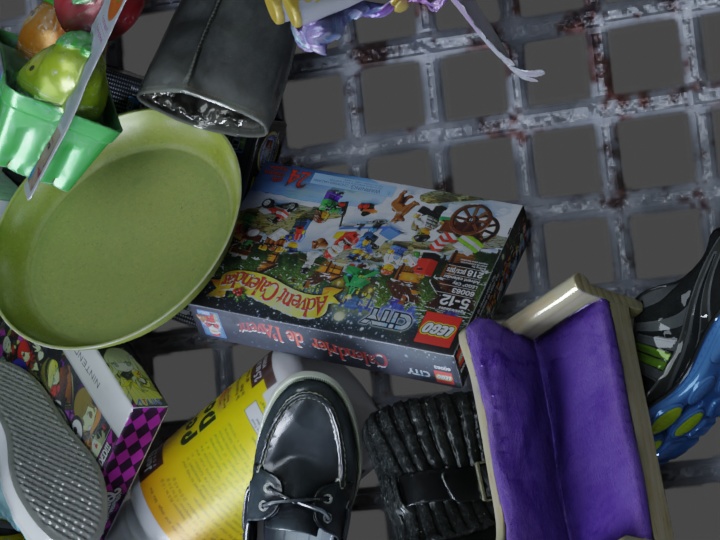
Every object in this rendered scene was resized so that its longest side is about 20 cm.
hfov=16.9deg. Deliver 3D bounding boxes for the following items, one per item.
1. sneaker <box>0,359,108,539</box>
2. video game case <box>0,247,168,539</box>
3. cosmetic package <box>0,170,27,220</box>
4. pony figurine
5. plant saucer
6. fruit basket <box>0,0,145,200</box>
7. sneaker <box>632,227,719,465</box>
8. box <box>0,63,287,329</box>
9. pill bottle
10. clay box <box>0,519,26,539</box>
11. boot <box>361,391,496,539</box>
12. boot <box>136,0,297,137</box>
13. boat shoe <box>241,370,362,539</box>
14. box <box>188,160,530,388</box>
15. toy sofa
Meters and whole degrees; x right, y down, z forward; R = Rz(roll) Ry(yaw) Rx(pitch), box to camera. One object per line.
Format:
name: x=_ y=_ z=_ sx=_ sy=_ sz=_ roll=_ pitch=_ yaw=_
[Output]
sneaker: x=-0.230 y=0.149 z=1.666 sx=0.200 sy=0.074 sz=0.082 roll=58 pitch=134 yaw=49
video game case: x=-0.222 y=0.116 z=1.738 sx=0.181 sy=0.036 sz=0.200 roll=54 pitch=127 yaw=40
cosmetic package: x=-0.340 y=-0.065 z=1.802 sx=0.200 sy=0.074 sz=0.102 roll=39 pitch=108 yaw=33
pony figurine: x=0.034 y=-0.216 z=1.620 sx=0.200 sy=0.167 sz=0.193 roll=-20 pitch=63 yaw=-11
plant saucer: x=-0.166 y=-0.024 z=1.688 sx=0.200 sy=0.031 sz=0.200 roll=-14 pitch=53 yaw=20
fruit basket: x=-0.201 y=-0.167 z=1.670 sx=0.094 sy=0.185 sz=0.200 roll=15 pitch=110 yaw=-18
sneaker: x=0.208 y=0.056 z=1.607 sx=0.200 sy=0.071 sz=0.083 roll=-54 pitch=48 yaw=18
box: x=-0.167 y=-0.061 z=1.771 sx=0.200 sy=0.044 sz=0.160 roll=19 pitch=97 yaw=22
pill bottle: x=-0.085 y=0.146 z=1.701 sx=0.200 sy=0.109 sz=0.109 roll=-40 pitch=75 yaw=18
clay box: x=-0.280 y=0.198 z=1.685 sx=0.200 sy=0.115 sz=0.048 roll=13 pitch=98 yaw=51
boot: x=0.109 y=0.162 z=1.608 sx=0.079 sy=0.211 sz=0.158 roll=-51 pitch=41 yaw=44
boot: x=-0.110 y=-0.203 z=1.701 sx=0.182 sy=0.073 sz=0.200 roll=17 pitch=79 yaw=22
boat shoe: x=-0.043 y=0.166 z=1.611 sx=0.074 sy=0.066 sz=0.200 roll=12 pitch=114 yaw=-2
box: x=0.000 y=0.000 z=1.661 sx=0.200 sy=0.038 sz=0.137 roll=10 pitch=53 yaw=23
toy sofa: x=0.136 y=0.107 z=1.537 sx=0.083 sy=0.097 sz=0.200 roll=-36 pitch=49 yaw=40
